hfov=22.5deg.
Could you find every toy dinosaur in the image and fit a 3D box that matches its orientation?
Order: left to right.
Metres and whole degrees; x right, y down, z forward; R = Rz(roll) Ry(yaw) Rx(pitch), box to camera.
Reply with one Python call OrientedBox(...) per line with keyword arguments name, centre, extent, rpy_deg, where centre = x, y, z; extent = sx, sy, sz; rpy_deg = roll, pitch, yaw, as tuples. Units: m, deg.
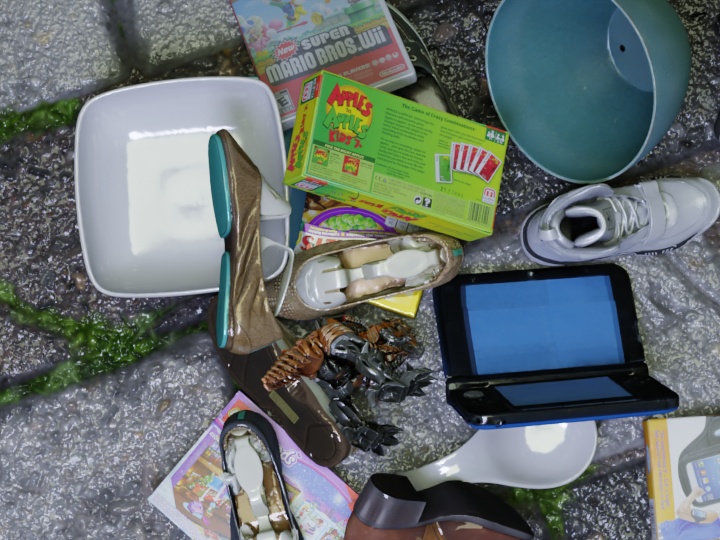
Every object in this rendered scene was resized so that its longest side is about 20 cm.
OrientedBox(name="toy dinosaur", centre=(-0.012, 0.095, 1.682), extent=(0.199, 0.103, 0.136), rpy_deg=(-24, 57, -29))

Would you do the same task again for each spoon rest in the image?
OrientedBox(name="spoon rest", centre=(0.131, 0.176, 1.725), extent=(0.199, 0.061, 0.100), rpy_deg=(-22, 84, -1))

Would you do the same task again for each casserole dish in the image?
OrientedBox(name="casserole dish", centre=(-0.111, -0.093, 1.748), extent=(0.120, 0.039, 0.202), rpy_deg=(8, 83, 5))

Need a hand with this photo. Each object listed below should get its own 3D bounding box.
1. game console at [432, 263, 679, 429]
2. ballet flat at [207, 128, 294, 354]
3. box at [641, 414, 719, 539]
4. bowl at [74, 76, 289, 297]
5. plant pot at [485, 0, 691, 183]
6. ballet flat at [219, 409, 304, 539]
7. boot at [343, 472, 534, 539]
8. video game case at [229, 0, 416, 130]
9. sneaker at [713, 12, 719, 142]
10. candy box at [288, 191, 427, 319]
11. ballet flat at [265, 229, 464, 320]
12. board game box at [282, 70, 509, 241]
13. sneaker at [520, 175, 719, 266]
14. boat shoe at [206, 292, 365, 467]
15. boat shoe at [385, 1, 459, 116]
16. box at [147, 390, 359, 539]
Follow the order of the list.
OrientedBox(name="game console", centre=(0.179, 0.068, 1.687), extent=(0.198, 0.171, 0.119), rpy_deg=(-5, 99, -8))
OrientedBox(name="ballet flat", centre=(-0.096, -0.026, 1.619), extent=(0.072, 0.068, 0.202), rpy_deg=(-2, 83, -16))
OrientedBox(name="box", centre=(0.374, 0.195, 1.731), extent=(0.198, 0.041, 0.120), rpy_deg=(-5, 83, 2))
OrientedBox(name="bowl", centre=(-0.162, -0.074, 1.693), extent=(0.198, 0.075, 0.202), rpy_deg=(-5, 84, 3))
OrientedBox(name="plant pot", centre=(0.236, -0.198, 1.721), extent=(0.134, 0.200, 0.201), rpy_deg=(-25, 82, -40))
OrientedBox(name="ballet flat", centre=(-0.093, 0.228, 1.677), extent=(0.072, 0.073, 0.202), rpy_deg=(-13, 83, -1))
OrientedBox(name="boot", centre=(0.049, 0.294, 1.681), extent=(0.187, 0.069, 0.201), rpy_deg=(9, 114, -33))
OrientedBox(name="video game case", centre=(-0.043, -0.239, 1.759), extent=(0.142, 0.017, 0.201), rpy_deg=(-20, 60, -2))
OrientedBox(name="sneaker", centre=(0.382, -0.215, 1.773), extent=(0.087, 0.076, 0.201), rpy_deg=(25, 81, 19))
OrientedBox(name="candy box", centre=(-0.025, -0.031, 1.769), extent=(0.199, 0.026, 0.103), rpy_deg=(18, 87, 4))
OrientedBox(name="ballet flat", centre=(0.000, 0.000, 1.718), extent=(0.199, 0.065, 0.071), rpy_deg=(-17, 89, 3))
OrientedBox(name="board game box", centre=(0.034, -0.104, 1.676), extent=(0.199, 0.048, 0.102), rpy_deg=(16, 76, -23))
OrientedBox(name="sneaker", centre=(0.254, -0.048, 1.721), extent=(0.198, 0.115, 0.076), rpy_deg=(-11, 88, 0))
OrientedBox(name="boat shoe", centre=(-0.067, 0.097, 1.736), extent=(0.200, 0.076, 0.072), rpy_deg=(53, 128, 8))
OrientedBox(name="boat shoe", centre=(0.049, -0.187, 1.771), extent=(0.068, 0.057, 0.201), rpy_deg=(-32, 84, -3))
OrientedBox(name="box", centre=(-0.085, 0.232, 1.731), extent=(0.200, 0.039, 0.137), rpy_deg=(41, 86, 5))
